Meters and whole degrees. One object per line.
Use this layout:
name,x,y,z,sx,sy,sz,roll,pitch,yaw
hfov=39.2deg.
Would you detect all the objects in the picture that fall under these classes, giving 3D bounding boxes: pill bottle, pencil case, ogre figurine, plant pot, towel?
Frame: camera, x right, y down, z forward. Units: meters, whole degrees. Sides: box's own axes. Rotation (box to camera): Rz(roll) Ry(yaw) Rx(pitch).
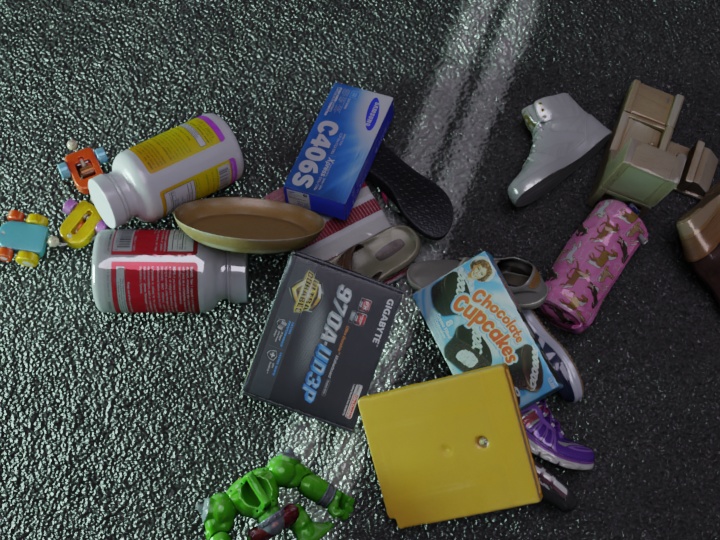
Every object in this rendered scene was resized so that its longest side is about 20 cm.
pill bottle,-0.251,0.001,1.357,0.199,0.112,0.113,0,71,-4
pencil case,0.324,-0.005,1.419,0.083,0.086,0.200,45,71,-22
ogre figurine,-0.115,0.307,1.272,0.200,0.098,0.120,-30,87,-2
plant pot,-0.147,-0.059,1.339,0.199,0.200,0.028,4,108,-3
towel,-0.030,-0.053,1.440,0.144,0.023,0.200,-28,77,-15
pill bottle,-0.267,-0.133,1.388,0.200,0.104,0.104,-29,75,-26

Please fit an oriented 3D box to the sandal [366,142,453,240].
sandal,0.062,-0.113,1.460,0.075,0.045,0.200,-29,61,-26

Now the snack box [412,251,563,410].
snack box,0.163,0.090,1.308,0.116,0.037,0.201,-32,72,15

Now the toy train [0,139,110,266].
toy train,-0.428,-0.085,1.407,0.200,0.056,0.151,-28,74,-16

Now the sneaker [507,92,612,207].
sneaker,0.262,-0.183,1.483,0.200,0.074,0.116,-36,75,-24

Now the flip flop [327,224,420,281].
flip flop,0.000,0.000,1.383,0.200,0.058,0.081,-34,79,-14

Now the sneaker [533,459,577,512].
sneaker,0.174,0.283,1.321,0.200,0.076,0.116,34,79,16

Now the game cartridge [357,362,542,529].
game cartridge,0.112,0.224,1.278,0.199,0.032,0.177,-15,90,19

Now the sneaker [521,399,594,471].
sneaker,0.227,0.194,1.334,0.200,0.081,0.084,34,89,8

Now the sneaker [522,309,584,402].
sneaker,0.208,0.114,1.373,0.108,0.070,0.200,-28,68,-18

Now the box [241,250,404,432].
box,-0.050,0.092,1.331,0.158,0.046,0.201,21,93,-5

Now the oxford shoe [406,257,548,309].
oxford shoe,0.156,0.006,1.374,0.199,0.058,0.075,8,49,24

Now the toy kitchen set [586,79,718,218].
toy kitchen set,0.449,-0.177,1.432,0.163,0.180,0.201,22,75,2

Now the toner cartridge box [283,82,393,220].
toner cartridge box,-0.029,-0.173,1.446,0.095,0.043,0.201,17,61,11

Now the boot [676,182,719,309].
boot,0.554,-0.043,1.458,0.200,0.072,0.167,-34,98,-18
